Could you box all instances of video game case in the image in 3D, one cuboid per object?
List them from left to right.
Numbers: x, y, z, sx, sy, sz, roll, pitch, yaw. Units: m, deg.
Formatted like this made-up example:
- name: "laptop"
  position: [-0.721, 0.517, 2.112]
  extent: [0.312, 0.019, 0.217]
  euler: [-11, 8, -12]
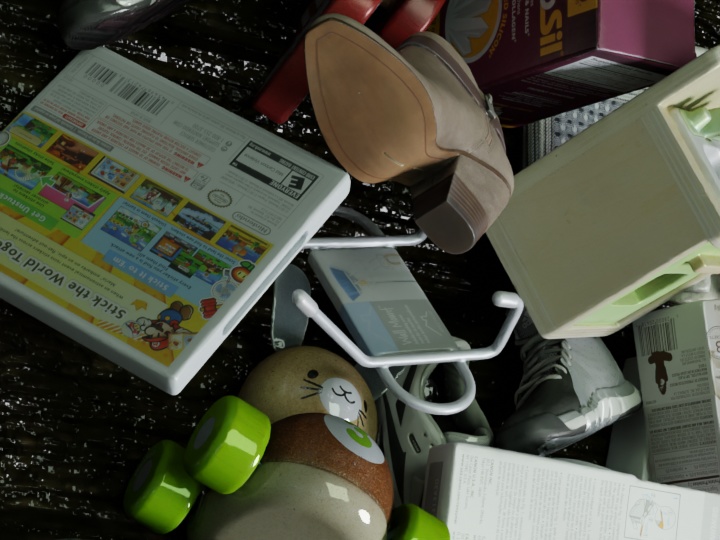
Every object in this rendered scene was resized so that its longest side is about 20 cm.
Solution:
- name: "video game case"
  position: [-0.137, -0.036, 1.403]
  extent: [0.200, 0.023, 0.182]
  euler: [28, 58, 20]

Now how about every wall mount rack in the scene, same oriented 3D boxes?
- name: "wall mount rack"
  position: [0.000, 0.000, 1.476]
  extent: [0.173, 0.075, 0.200]
  euler: [-2, 41, -32]

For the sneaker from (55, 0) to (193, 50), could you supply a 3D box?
- name: "sneaker"
  position: [-0.144, -0.217, 1.477]
  extent: [0.116, 0.076, 0.200]
  euler: [59, 38, -3]

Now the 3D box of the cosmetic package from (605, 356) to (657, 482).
- name: "cosmetic package"
  position: [0.243, 0.178, 1.688]
  extent: [0.150, 0.052, 0.201]
  euler: [23, 69, -27]

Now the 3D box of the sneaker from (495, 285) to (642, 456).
- name: "sneaker"
  position: [0.119, 0.065, 1.591]
  extent: [0.116, 0.075, 0.200]
  euler: [65, 21, 6]

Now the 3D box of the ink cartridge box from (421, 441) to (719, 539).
- name: "ink cartridge box"
  position: [0.130, 0.204, 1.486]
  extent: [0.199, 0.050, 0.162]
  euler: [12, 77, -21]

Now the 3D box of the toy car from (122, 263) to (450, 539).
- name: "toy car"
  position: [-0.027, 0.094, 1.467]
  extent: [0.164, 0.158, 0.201]
  euler: [32, 53, -18]

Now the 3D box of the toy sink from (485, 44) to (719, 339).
- name: "toy sink"
  position: [0.200, -0.045, 1.547]
  extent: [0.112, 0.200, 0.130]
  euler: [62, 21, 13]

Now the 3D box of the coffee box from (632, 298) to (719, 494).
- name: "coffee box"
  position: [0.266, 0.123, 1.635]
  extent: [0.114, 0.080, 0.201]
  euler: [-3, 82, -35]

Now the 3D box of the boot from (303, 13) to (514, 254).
- name: "boot"
  position: [0.031, -0.107, 1.454]
  extent: [0.200, 0.070, 0.146]
  euler: [58, 23, -28]

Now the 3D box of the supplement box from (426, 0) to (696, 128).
- name: "supplement box"
  position: [0.130, -0.172, 1.581]
  extent: [0.085, 0.200, 0.111]
  euler: [9, 77, -33]

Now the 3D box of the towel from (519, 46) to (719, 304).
- name: "towel"
  position: [0.200, -0.080, 1.715]
  extent: [0.199, 0.034, 0.193]
  euler: [11, 76, -33]

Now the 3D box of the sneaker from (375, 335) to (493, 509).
- name: "sneaker"
  position: [0.049, 0.138, 1.540]
  extent: [0.074, 0.088, 0.201]
  euler: [-3, 85, -36]

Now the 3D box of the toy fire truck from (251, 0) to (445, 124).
- name: "toy fire truck"
  position: [0.012, -0.195, 1.497]
  extent: [0.112, 0.200, 0.168]
  euler: [37, 34, -9]

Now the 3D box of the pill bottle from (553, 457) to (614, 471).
- name: "pill bottle"
  position: [0.127, 0.234, 1.561]
  extent: [0.109, 0.109, 0.201]
  euler: [32, 65, -26]

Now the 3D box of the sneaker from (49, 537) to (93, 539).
- name: "sneaker"
  position: [-0.143, 0.219, 1.363]
  extent: [0.199, 0.076, 0.114]
  euler: [7, 38, -21]
